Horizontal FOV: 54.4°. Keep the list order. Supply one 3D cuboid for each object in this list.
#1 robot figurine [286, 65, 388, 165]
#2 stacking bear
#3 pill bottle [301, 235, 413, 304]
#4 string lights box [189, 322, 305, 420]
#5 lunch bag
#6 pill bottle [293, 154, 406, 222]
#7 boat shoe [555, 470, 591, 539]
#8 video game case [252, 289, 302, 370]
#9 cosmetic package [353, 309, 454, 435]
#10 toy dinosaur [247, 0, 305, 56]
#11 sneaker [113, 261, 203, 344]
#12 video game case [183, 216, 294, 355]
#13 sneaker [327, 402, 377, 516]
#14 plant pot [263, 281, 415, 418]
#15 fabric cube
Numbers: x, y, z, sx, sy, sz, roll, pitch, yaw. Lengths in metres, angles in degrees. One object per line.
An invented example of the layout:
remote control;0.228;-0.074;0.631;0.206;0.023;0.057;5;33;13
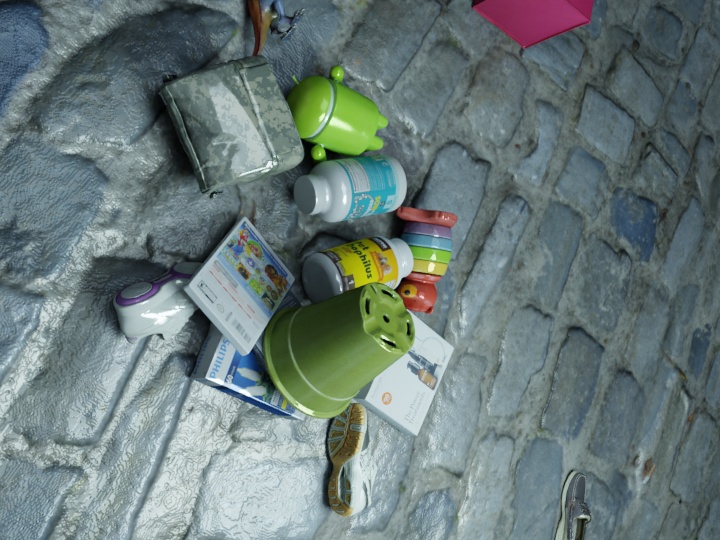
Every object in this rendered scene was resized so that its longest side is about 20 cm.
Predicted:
robot figurine;-0.049;-0.278;1.268;0.200;0.116;0.176;16;85;-35
stacking bear;0.123;-0.016;1.387;0.114;0.121;0.200;8;91;-63
pill bottle;0.000;0.000;1.288;0.200;0.109;0.109;-19;98;-37
string lights box;-0.171;0.169;1.172;0.200;0.059;0.103;31;65;-32
lunch bag;-0.213;-0.232;1.124;0.168;0.139;0.200;-26;102;-37
pill bottle;-0.021;-0.149;1.283;0.200;0.111;0.111;-14;95;-37
boat shoe;0.515;0.580;1.663;0.072;0.065;0.200;30;68;-30
video game case;-0.132;0.103;1.176;0.200;0.019;0.143;56;35;-3
cosmetic package;0.087;0.199;1.376;0.151;0.052;0.200;38;65;-26
toy dinosaur;-0.173;-0.494;1.214;0.200;0.105;0.182;-43;92;-19
sneaker;-0.291;0.049;1.099;0.200;0.075;0.100;-24;125;-39
video game case;-0.188;0.020;1.127;0.143;0.018;0.200;53;35;-20
sneaker;-0.010;0.343;1.288;0.088;0.076;0.200;14;81;-52
plant pot;-0.020;0.110;1.125;0.200;0.190;0.200;30;43;-32
fabric cube;0.405;-0.665;1.598;0.200;0.196;0.199;23;72;-34
